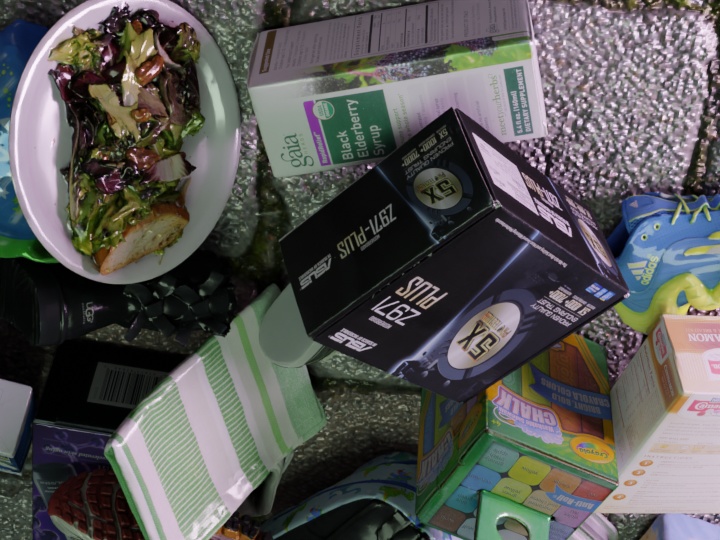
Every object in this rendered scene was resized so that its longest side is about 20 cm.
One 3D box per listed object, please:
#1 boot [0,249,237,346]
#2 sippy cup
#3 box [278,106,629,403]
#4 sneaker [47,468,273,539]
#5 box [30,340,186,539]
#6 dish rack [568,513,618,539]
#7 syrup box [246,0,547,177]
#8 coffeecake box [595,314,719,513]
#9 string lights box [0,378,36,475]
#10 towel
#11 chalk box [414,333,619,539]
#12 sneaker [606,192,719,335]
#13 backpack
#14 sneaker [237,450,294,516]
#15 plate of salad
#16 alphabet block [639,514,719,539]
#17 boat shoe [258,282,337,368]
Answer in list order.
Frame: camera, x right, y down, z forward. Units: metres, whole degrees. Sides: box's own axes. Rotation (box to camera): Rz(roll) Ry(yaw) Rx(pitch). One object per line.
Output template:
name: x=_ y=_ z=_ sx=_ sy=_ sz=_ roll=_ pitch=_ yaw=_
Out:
boot: x=-0.198 y=0.005 z=1.017 sx=0.161 sy=0.198 sz=0.074 roll=-5 pitch=111 yaw=-30
sippy cup: x=-0.248 y=-0.102 z=0.926 sx=0.177 sy=0.140 sz=0.130 roll=33 pitch=115 yaw=-34
box: x=0.070 y=-0.002 z=0.917 sx=0.163 sy=0.087 sz=0.199 roll=-35 pitch=144 yaw=22
sneaker: x=-0.173 y=0.236 z=1.091 sx=0.199 sy=0.078 sz=0.082 roll=27 pitch=127 yaw=-19
box: x=-0.213 y=0.175 z=1.161 sx=0.146 sy=0.105 sz=0.202 roll=8 pitch=130 yaw=-3
dish rack: x=0.134 y=0.274 z=1.256 sx=0.199 sy=0.044 sz=0.171 roll=-33 pitch=120 yaw=28
syrup box: x=0.026 y=-0.131 z=0.904 sx=0.197 sy=0.082 sz=0.079 roll=-8 pitch=129 yaw=9
coffeecake box: x=0.285 y=0.123 z=1.056 sx=0.151 sy=0.074 sz=0.201 roll=3 pitch=143 yaw=-13
string lights box: x=-0.332 y=0.127 z=1.096 sx=0.102 sy=0.060 sz=0.200 roll=15 pitch=164 yaw=-8
towel: x=-0.112 y=0.129 z=1.045 sx=0.023 sy=0.200 sz=0.154 roll=15 pitch=134 yaw=40
chalk box: x=0.125 y=0.146 z=1.048 sx=0.123 sy=0.201 sz=0.124 roll=22 pitch=128 yaw=-14
sneaker: x=0.260 y=-0.027 z=0.977 sx=0.105 sy=0.076 sz=0.199 roll=37 pitch=124 yaw=-23
backpack: x=0.003 y=0.259 z=1.192 sx=0.164 sy=0.154 sz=0.200 roll=50 pitch=134 yaw=2
sneaker: x=-0.092 y=0.133 z=1.134 sx=0.074 sy=0.081 sz=0.202 roll=2 pitch=128 yaw=5
plate of salad: x=-0.151 y=-0.089 z=0.890 sx=0.048 sy=0.200 sz=0.201 roll=12 pitch=141 yaw=43
alphabet block: x=0.333 y=0.385 z=1.236 sx=0.194 sy=0.196 sz=0.201 roll=20 pitch=129 yaw=-9
boat shoe: x=0.000 y=0.000 z=1.029 sx=0.200 sy=0.071 sz=0.063 roll=-45 pitch=154 yaw=19
